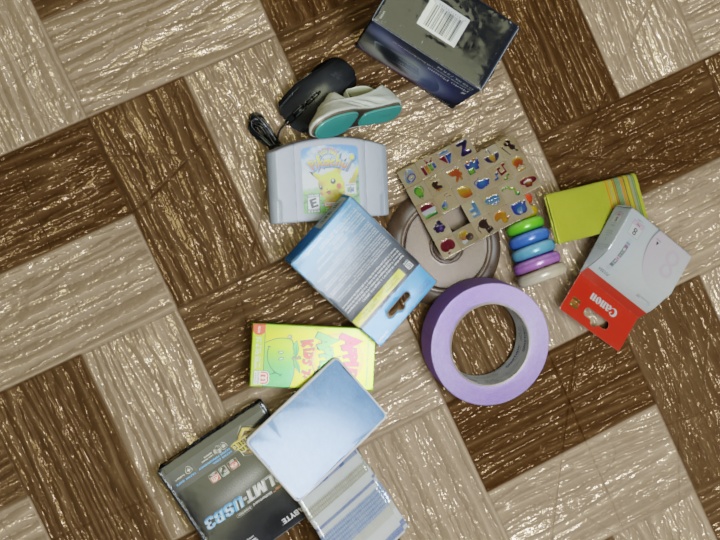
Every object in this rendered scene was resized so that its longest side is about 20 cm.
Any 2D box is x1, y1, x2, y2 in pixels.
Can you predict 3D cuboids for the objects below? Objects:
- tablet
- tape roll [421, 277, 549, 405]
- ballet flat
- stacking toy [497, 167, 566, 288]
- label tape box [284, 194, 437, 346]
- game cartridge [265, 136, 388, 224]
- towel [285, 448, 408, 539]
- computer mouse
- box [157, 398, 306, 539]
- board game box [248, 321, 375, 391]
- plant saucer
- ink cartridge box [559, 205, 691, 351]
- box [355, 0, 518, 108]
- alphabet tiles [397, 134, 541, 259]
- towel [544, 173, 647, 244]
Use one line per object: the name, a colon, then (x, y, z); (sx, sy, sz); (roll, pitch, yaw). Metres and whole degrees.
tablet: (-0.067, 0.248, 1.607); (0.200, 0.014, 0.130); (-42, 93, -16)
tape roll: (0.203, 0.115, 1.670); (0.199, 0.066, 0.201); (-2, 98, -11)
ballet flat: (-0.020, -0.257, 1.629); (0.200, 0.069, 0.070); (-21, 93, -41)
stacking toy: (0.268, -0.077, 1.694); (0.085, 0.085, 0.201); (-20, 88, -8)
label tape box: (0.000, 0.000, 1.628); (0.200, 0.063, 0.144); (44, 84, -15)
game cartridge: (-0.052, -0.148, 1.645); (0.199, 0.040, 0.134); (-6, 97, -16)
towel: (-0.021, 0.377, 1.642); (0.147, 0.024, 0.200); (-36, 96, -36)
computer mouse: (-0.070, -0.246, 1.658); (0.200, 0.046, 0.141); (-37, 95, -7)
box: (-0.187, 0.342, 1.636); (0.200, 0.050, 0.199); (-33, 93, -7)
board game box: (-0.078, 0.138, 1.653); (0.199, 0.048, 0.102); (3, 89, -8)
plant saucer: (0.139, -0.040, 1.696); (0.199, 0.032, 0.201); (0, 88, -9)
ink cartridge box: (0.444, 0.017, 1.708); (0.162, 0.057, 0.201); (33, 80, -27)
box: (0.114, -0.365, 1.610); (0.200, 0.198, 0.124); (32, 87, -7)
alphabet tiles: (0.185, -0.135, 1.671); (0.199, 0.008, 0.168); (-27, 77, -2)
towel: (0.393, -0.104, 1.710); (0.199, 0.018, 0.086); (-14, 88, -27)
